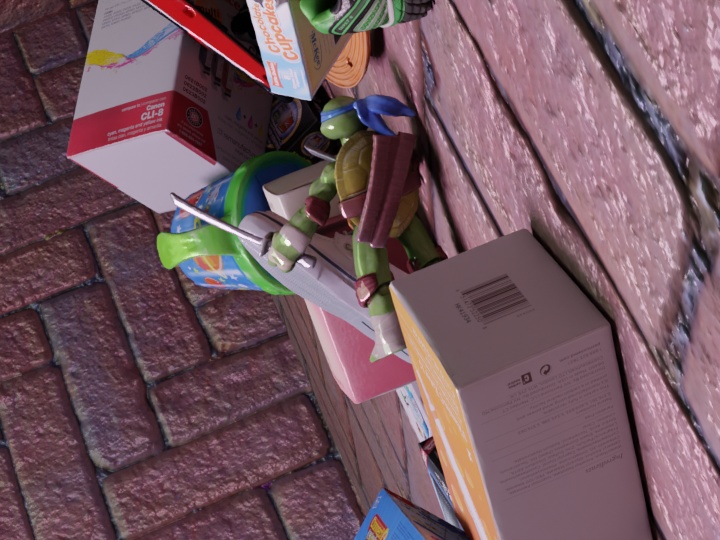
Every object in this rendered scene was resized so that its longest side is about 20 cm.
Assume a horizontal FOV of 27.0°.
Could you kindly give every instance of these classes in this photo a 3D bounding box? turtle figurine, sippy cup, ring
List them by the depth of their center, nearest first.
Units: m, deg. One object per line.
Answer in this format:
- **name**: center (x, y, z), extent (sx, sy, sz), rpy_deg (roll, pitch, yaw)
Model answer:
- **turtle figurine**: center (-0.003, -0.029, 1.179), extent (0.195, 0.200, 0.144), rpy_deg (64, -153, 1)
- **ring**: center (-0.040, -0.240, 1.184), extent (0.201, 0.019, 0.201), rpy_deg (54, 161, 28)
- **sippy cup**: center (-0.111, -0.038, 1.447), extent (0.178, 0.130, 0.140), rpy_deg (31, -117, -37)

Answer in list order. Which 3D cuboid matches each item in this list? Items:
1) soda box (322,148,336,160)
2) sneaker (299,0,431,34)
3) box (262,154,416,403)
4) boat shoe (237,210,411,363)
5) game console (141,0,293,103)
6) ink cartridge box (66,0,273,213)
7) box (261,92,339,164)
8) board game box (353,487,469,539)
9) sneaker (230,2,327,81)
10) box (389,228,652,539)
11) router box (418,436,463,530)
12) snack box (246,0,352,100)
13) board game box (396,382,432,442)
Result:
- **soda box**: center (-0.050, -0.091, 1.602), extent (0.064, 0.070, 0.200), rpy_deg (75, 170, -53)
- **sneaker**: center (-0.011, -0.217, 0.896), extent (0.200, 0.085, 0.078), rpy_deg (77, 168, -47)
- **box**: center (0.000, 0.000, 1.346), extent (0.128, 0.109, 0.201), rpy_deg (-145, 33, -78)
- **boat shoe**: center (-0.010, 0.001, 1.253), extent (0.200, 0.067, 0.073), rpy_deg (37, 161, -17)
- **game console**: center (-0.133, -0.215, 1.347), extent (0.177, 0.031, 0.200), rpy_deg (35, -176, -1)
- **ink cartridge box**: center (-0.185, -0.186, 1.527), extent (0.145, 0.144, 0.201), rpy_deg (32, -124, -46)
- **box**: center (-0.118, -0.154, 1.589), extent (0.044, 0.160, 0.200), rpy_deg (28, -155, -42)
- **board game box**: center (0.100, 0.241, 1.073), extent (0.195, 0.056, 0.200), rpy_deg (29, 178, -8)
- **sneaker**: center (-0.050, -0.204, 1.356), extent (0.080, 0.074, 0.200), rpy_deg (42, -177, -28)
- **box**: center (0.102, 0.098, 0.926), extent (0.124, 0.097, 0.201), rpy_deg (-123, 13, -57)
- **router box**: center (0.124, 0.235, 1.298), extent (0.200, 0.062, 0.150), rpy_deg (-132, 21, -70)
- **snack box**: center (-0.039, -0.225, 0.991), extent (0.037, 0.116, 0.200), rpy_deg (15, 145, 22)
- **board game box**: center (0.050, 0.100, 1.559), extent (0.126, 0.034, 0.201), rpy_deg (81, 166, -63)
